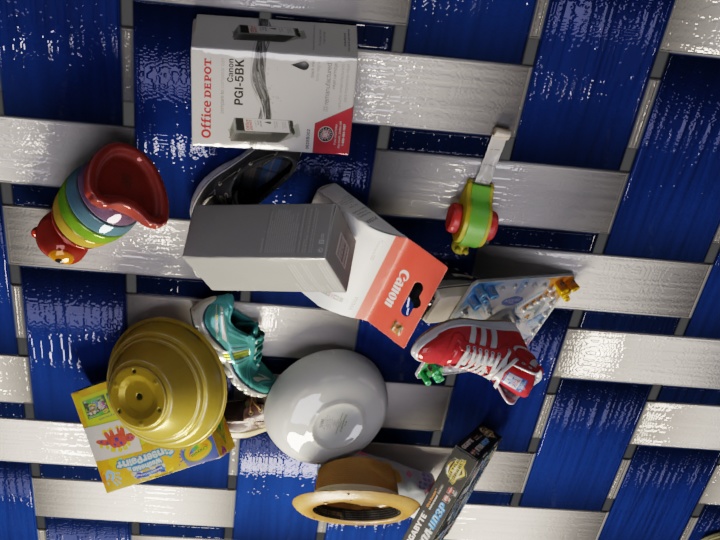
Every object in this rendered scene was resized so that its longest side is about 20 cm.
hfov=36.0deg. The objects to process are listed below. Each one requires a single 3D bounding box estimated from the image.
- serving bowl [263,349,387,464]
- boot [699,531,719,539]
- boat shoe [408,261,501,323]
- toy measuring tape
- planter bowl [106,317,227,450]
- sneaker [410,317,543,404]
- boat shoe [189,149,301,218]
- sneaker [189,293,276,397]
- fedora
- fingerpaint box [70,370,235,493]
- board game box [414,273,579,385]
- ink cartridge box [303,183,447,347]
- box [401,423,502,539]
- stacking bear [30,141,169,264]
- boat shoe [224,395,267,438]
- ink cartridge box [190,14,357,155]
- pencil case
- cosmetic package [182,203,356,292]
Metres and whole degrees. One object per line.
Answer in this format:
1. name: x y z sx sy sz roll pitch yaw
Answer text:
1. serving bowl: -0.045 0.222 1.708 0.200 0.066 0.200 -9 119 -16
2. boot: 0.707 0.549 1.984 0.200 0.155 0.072 3 130 -4
3. boat shoe: 0.144 0.021 1.592 0.200 0.093 0.075 3 132 -41
4. toy measuring tape: 0.162 -0.094 1.489 0.073 0.074 0.200 11 129 -11
5. planter bowl: -0.299 0.173 1.594 0.200 0.083 0.201 3 100 20
6. sneaker: 0.167 0.126 1.508 0.200 0.113 0.071 -2 137 -39
7. boat shoe: -0.154 -0.108 1.471 0.200 0.066 0.070 -33 123 23
8. sneaker: -0.176 0.115 1.656 0.080 0.078 0.200 -26 126 8
9. fedora: -0.006 0.342 1.735 0.200 0.082 0.201 1 154 0
10. fingerpaint box: -0.316 0.229 1.696 0.200 0.073 0.167 -20 90 15
11. board game box: 0.200 0.087 1.612 0.200 0.026 0.200 -4 137 -36
12. ink cartridge box: 0.000 0.000 1.512 0.200 0.057 0.163 40 129 19
13. box: 0.145 0.353 1.770 0.046 0.159 0.200 31 105 16
14. stacking bear: -0.360 -0.074 1.469 0.121 0.114 0.200 24 138 -37
15. boat shoe: -0.154 0.214 1.741 0.200 0.072 0.072 1 127 -8
16. ink cartridge box: -0.108 -0.226 1.362 0.200 0.083 0.147 3 131 -4
17. pencil case: 0.026 0.355 1.854 0.200 0.083 0.091 19 145 -15
18. cosmetic package: -0.117 -0.028 1.443 0.200 0.090 0.107 4 155 17
